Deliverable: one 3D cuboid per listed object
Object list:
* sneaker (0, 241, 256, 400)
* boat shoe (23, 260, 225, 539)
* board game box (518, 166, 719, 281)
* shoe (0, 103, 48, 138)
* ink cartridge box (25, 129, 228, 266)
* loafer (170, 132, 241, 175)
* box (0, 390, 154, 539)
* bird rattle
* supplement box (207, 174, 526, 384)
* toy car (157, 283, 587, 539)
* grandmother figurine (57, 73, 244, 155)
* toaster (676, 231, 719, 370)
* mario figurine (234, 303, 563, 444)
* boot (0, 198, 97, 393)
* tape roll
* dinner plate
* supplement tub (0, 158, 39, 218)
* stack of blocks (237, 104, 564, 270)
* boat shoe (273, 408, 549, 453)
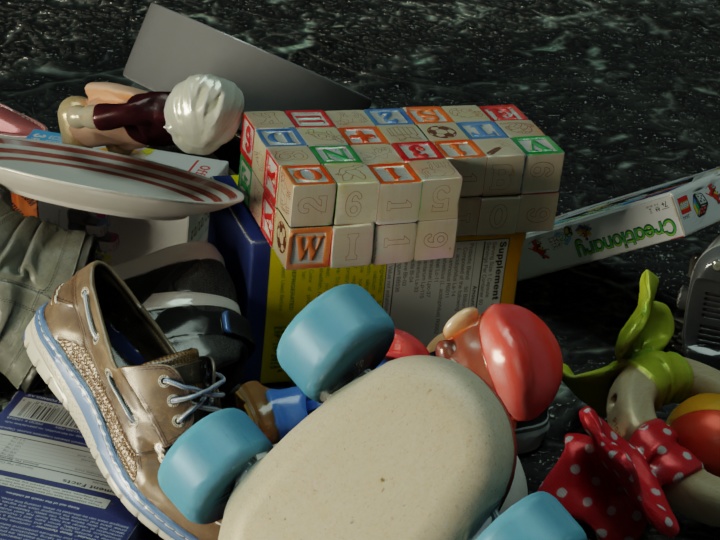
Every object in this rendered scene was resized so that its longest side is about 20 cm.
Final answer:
[{"bbox_3d":[-0.162,0.060,1.186,0.198,0.073,0.112,-21,60,-12],"label":"sneaker"},{"bbox_3d":[-0.116,0.078,1.066,0.200,0.073,0.072,46,28,18],"label":"boat shoe"},{"bbox_3d":[0.193,-0.035,1.383,0.126,0.035,0.199,-21,3,-42],"label":"board game box"},{"bbox_3d":[-0.337,-0.143,1.532,0.198,0.092,0.072,14,27,14],"label":"shoe"},{"bbox_3d":[-0.168,-0.041,1.392,0.198,0.068,0.115,10,26,7],"label":"ink cartridge box"},{"bbox_3d":[-0.075,-0.068,1.474,0.199,0.063,0.072,23,30,30],"label":"loafer"},{"bbox_3d":[-0.178,0.136,1.068,0.120,0.033,0.200,11,25,10],"label":"box"},{"bbox_3d":[0.199,0.099,1.165,0.162,0.113,0.201,21,28,-9],"label":"bird rattle"},{"bbox_3d":[0.000,0.000,1.300,0.198,0.110,0.110,-3,28,-19],"label":"supplement box"},{"bbox_3d":[0.025,0.135,1.025,0.184,0.177,0.200,46,5,21],"label":"toy car"},{"bbox_3d":[-0.144,-0.107,1.301,0.120,0.061,0.199,-11,6,-33],"label":"grandmother figurine"},{"bbox_3d":[0.326,0.024,1.321,0.198,0.115,0.129,10,24,14],"label":"toaster"},{"bbox_3d":[0.027,0.079,1.135,0.198,0.124,0.106,-18,42,-11],"label":"mario figurine"},{"bbox_3d":[-0.250,0.040,1.132,0.130,0.201,0.068,29,-12,0],"label":"boot"},{"bbox_3d":[-0.093,-0.151,1.544,0.199,0.067,0.200,24,4,-2],"label":"tape roll"},{"bbox_3d":[-0.173,-0.058,1.210,0.198,0.025,0.200,11,7,-1],"label":"dinner plate"},{"bbox_3d":[-0.321,-0.028,1.268,0.198,0.124,0.123,-2,27,-16],"label":"supplement tub"},{"bbox_3d":[0.030,-0.058,1.232,0.198,0.059,0.115,-4,29,-20],"label":"stack of blocks"},{"bbox_3d":[0.028,0.084,1.194,0.198,0.057,0.069,-3,27,-18],"label":"boat shoe"}]
